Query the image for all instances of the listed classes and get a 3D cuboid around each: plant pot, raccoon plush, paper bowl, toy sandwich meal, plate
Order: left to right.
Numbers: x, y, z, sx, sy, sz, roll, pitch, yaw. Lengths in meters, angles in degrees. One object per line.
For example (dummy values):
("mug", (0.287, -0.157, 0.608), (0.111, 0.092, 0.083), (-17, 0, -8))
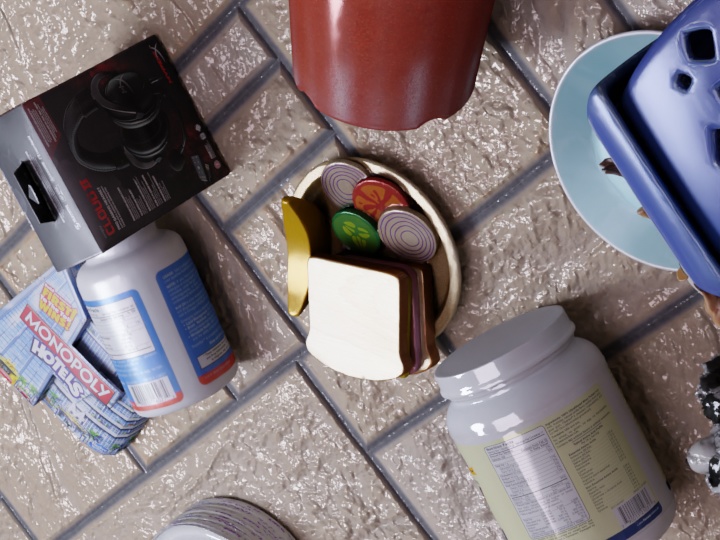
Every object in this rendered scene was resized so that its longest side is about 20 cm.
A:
("paper bowl", (-0.142, 0.343, 1.994), (0.200, 0.104, 0.201), (19, 125, 30))
("toy sandwich meal", (0.000, 0.000, 1.708), (0.205, 0.070, 0.206), (19, 125, 29))
("plant pot", (0.024, -0.227, 1.488), (0.200, 0.201, 0.196), (27, 136, 23))
("plate", (0.238, -0.094, 1.501), (0.200, 0.026, 0.201), (18, 124, 29))
("plant pot", (0.281, -0.108, 1.327), (0.180, 0.200, 0.200), (-32, 93, 38))
("raccoon plush", (0.346, 0.133, 1.508), (0.199, 0.097, 0.134), (2, 123, 37))

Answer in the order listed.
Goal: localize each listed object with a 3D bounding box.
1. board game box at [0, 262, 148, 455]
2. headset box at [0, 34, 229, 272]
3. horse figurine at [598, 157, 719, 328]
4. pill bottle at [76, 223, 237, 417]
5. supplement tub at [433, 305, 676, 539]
("board game box", (-0.285, 0.070, 1.977), (0.200, 0.062, 0.200), (45, 134, 8))
("headset box", (-0.235, -0.103, 1.742), (0.077, 0.200, 0.149), (-20, 100, 43))
("horse figurine", (0.253, -0.009, 1.445), (0.050, 0.132, 0.200), (-36, 59, 14))
("pill bottle", (-0.204, 0.029, 1.856), (0.112, 0.112, 0.201), (-10, 107, 41))
("supplement tub", (0.160, 0.145, 1.616), (0.145, 0.145, 0.201), (-21, 101, 43))
